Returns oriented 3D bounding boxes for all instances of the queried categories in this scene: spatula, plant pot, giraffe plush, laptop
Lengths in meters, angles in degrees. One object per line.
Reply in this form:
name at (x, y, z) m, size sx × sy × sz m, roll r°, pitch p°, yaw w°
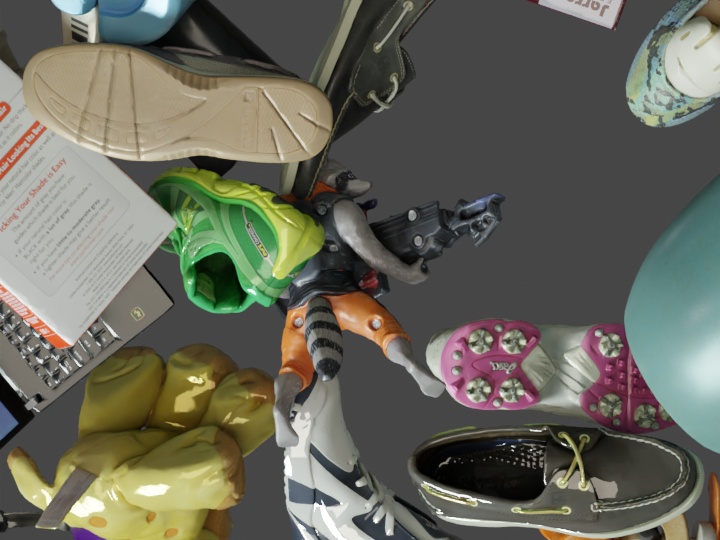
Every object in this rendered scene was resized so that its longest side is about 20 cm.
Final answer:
spatula at (-0.249, 0.187, 1.631) m, size 0.199 × 0.021 × 0.057 m, roll -6°, pitch 108°, yaw 9°
plant pot at (0.273, 0.029, 1.450) m, size 0.161 × 0.201 × 0.201 m, roll -39°, pitch 97°, yaw 28°
giraffe plush at (-0.137, 0.171, 1.554) m, size 0.172 × 0.200 × 0.163 m, roll 20°, pitch 139°, yaw 40°
laptop at (-0.259, 0.025, 1.463) m, size 0.200 × 0.103 × 0.178 m, roll -37°, pitch 98°, yaw 11°

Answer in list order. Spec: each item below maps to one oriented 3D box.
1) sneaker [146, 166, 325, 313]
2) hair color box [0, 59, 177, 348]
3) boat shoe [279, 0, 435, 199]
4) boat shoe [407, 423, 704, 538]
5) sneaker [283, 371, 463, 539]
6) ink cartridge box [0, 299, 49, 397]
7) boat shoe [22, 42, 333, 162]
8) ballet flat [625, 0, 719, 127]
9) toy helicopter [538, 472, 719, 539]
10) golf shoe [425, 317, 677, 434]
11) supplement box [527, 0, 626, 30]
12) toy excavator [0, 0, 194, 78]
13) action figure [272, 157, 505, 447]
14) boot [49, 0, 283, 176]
sneaker at (-0.101, -0.018, 1.481) m, size 0.074 × 0.200 × 0.084 m, roll 36°, pitch 78°, yaw -27°
hair color box at (-0.231, -0.056, 1.439) m, size 0.200 × 0.064 × 0.111 m, roll 43°, pitch 75°, yaw -11°
boat shoe at (0.003, -0.135, 1.481) m, size 0.067 × 0.072 × 0.201 m, roll 26°, pitch 87°, yaw -6°
boat shoe at (0.131, 0.140, 1.498) m, size 0.200 × 0.061 × 0.072 m, roll -5°, pitch 64°, yaw 20°
sneaker at (0.011, 0.164, 1.569) m, size 0.129 × 0.080 × 0.201 m, roll 1°, pitch 99°, yaw 1°
ink cartridge box at (-0.282, 0.021, 1.561) m, size 0.144 × 0.084 × 0.200 m, roll 34°, pitch 104°, yaw -4°
boat shoe at (-0.115, -0.108, 1.416) m, size 0.198 × 0.065 × 0.072 m, roll 5°, pitch 101°, yaw 1°
ballet flat at (0.255, -0.169, 1.464) m, size 0.074 × 0.074 × 0.200 m, roll 44°, pitch 104°, yaw -5°
toy helicopter at (0.213, 0.227, 1.575) m, size 0.131 × 0.079 × 0.201 m, roll -20°, pitch 111°, yaw 2°
golf shoe at (0.138, 0.067, 1.538) m, size 0.199 × 0.091 × 0.076 m, roll 12°, pitch 90°, yaw -19°
supplement box at (0.152, -0.272, 1.454) m, size 0.108 × 0.061 × 0.201 m, roll 18°, pitch 106°, yaw 1°
toy excavator at (-0.171, -0.179, 1.442) m, size 0.193 × 0.100 × 0.201 m, roll 9°, pitch 120°, yaw 13°
action figure at (0.000, 0.000, 1.486) m, size 0.199 × 0.104 × 0.194 m, roll -27°, pitch 56°, yaw 21°
boot at (-0.112, -0.183, 1.499) m, size 0.165 × 0.066 × 0.200 m, roll -41°, pitch 91°, yaw 26°
